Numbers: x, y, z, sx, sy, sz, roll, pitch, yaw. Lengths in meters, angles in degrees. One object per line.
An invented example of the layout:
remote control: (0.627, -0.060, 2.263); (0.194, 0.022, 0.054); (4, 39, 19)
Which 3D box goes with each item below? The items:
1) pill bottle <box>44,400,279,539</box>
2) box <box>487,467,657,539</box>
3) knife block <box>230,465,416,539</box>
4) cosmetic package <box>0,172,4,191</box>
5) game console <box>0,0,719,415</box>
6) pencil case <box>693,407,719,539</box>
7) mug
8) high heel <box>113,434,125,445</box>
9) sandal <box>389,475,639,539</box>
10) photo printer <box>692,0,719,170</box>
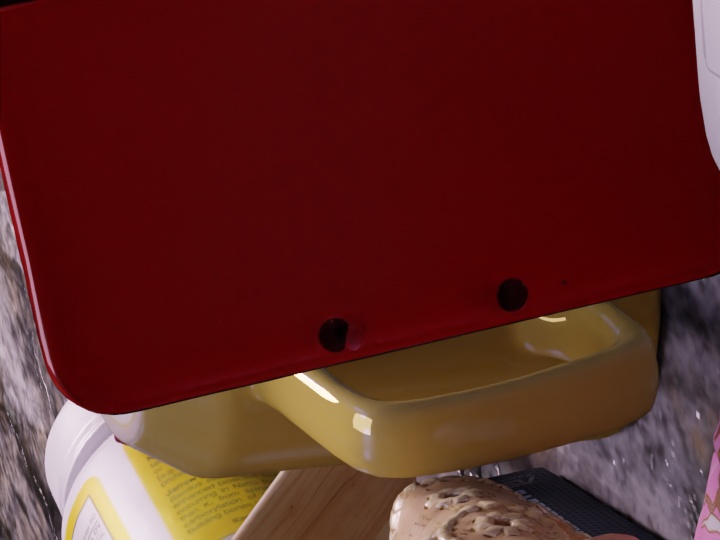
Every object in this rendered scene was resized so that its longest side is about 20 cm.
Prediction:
pill bottle: (-0.056, 0.123, 1.125); (0.200, 0.114, 0.114); (-127, 30, -51)
box: (0.080, 0.180, 0.867); (0.158, 0.051, 0.200); (-149, 49, -65)
knife block: (-0.056, 0.146, 0.881); (0.064, 0.176, 0.200); (118, 143, -67)
cosmetic package: (-0.074, -0.100, 0.900); (0.071, 0.101, 0.200); (69, 157, 11)
game console: (-0.015, -0.069, 0.738); (0.172, 0.200, 0.119); (-131, 34, -54)
pencil case: (0.114, 0.079, 0.656); (0.083, 0.087, 0.200); (32, 142, 21)
mug: (-0.004, -0.007, 0.823); (0.187, 0.153, 0.149); (151, 105, -70)
high heel: (-0.039, 0.053, 1.030); (0.096, 0.067, 0.200); (-58, 32, 2)
sandal: (0.028, 0.092, 0.740); (0.212, 0.078, 0.070); (88, 158, -64)
photo printer: (0.135, -0.065, 0.509); (0.200, 0.069, 0.166); (-140, 41, -60)
